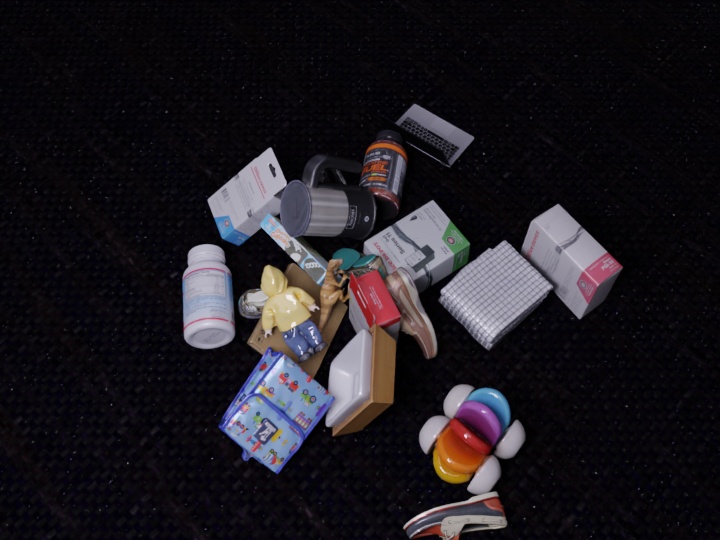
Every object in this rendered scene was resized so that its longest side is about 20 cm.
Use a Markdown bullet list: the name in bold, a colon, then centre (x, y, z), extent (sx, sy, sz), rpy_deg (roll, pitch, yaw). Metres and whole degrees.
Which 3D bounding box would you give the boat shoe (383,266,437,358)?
- **boat shoe**: centre (0.099, 0.095, 1.691), extent (0.070, 0.076, 0.204), rpy_deg (-25, 98, -7)

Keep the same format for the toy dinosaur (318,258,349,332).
- **toy dinosaur**: centre (-0.066, 0.061, 1.696), extent (0.060, 0.205, 0.105), rpy_deg (25, 23, 36)

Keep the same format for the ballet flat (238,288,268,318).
- **ballet flat**: centre (-0.167, 0.066, 1.743), extent (0.194, 0.073, 0.074), rpy_deg (-4, 59, -4)

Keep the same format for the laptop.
- **laptop**: centre (0.160, -0.343, 1.941), extent (0.185, 0.117, 0.200), rpy_deg (32, 57, 16)

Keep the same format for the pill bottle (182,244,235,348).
- **pill bottle**: centre (-0.323, 0.053, 1.724), extent (0.106, 0.110, 0.204), rpy_deg (-6, 59, -4)

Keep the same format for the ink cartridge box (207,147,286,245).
- **ink cartridge box**: centre (-0.238, -0.164, 1.821), extent (0.198, 0.066, 0.118), rpy_deg (-36, 61, 17)

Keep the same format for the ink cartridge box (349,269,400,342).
- **ink cartridge box**: centre (0.028, 0.085, 1.655), extent (0.066, 0.201, 0.118), rpy_deg (-21, 63, -13)

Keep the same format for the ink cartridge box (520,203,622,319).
- **ink cartridge box**: centre (0.450, -0.021, 1.754), extent (0.082, 0.148, 0.201), rpy_deg (-31, 65, -19)

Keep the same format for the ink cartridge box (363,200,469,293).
- **ink cartridge box**: centre (0.121, -0.039, 1.797), extent (0.198, 0.084, 0.147), rpy_deg (-32, 65, -16)

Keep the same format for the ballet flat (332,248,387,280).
- **ballet flat**: centre (0.000, 0.000, 1.758), extent (0.068, 0.199, 0.076), rpy_deg (-40, 111, -18)

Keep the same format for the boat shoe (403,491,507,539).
- **boat shoe**: centre (0.178, 0.470, 1.516), extent (0.195, 0.072, 0.064), rpy_deg (-12, 63, -12)

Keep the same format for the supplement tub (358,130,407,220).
- **supplement tub**: centre (0.054, -0.226, 1.892), extent (0.104, 0.108, 0.204), rpy_deg (8, 60, 4)

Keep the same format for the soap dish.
- **soap dish**: centre (0.002, 0.220, 1.591), extent (0.079, 0.200, 0.161), rpy_deg (15, 57, -18)

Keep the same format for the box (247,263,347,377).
- **box**: centre (-0.127, 0.113, 1.694), extent (0.163, 0.021, 0.203), rpy_deg (39, 59, -21)

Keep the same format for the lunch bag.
- **lunch bag**: centre (-0.172, 0.280, 1.584), extent (0.150, 0.094, 0.202), rpy_deg (41, 76, -18)

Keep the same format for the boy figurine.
- **boy figurine**: centre (-0.148, 0.086, 1.632), extent (0.123, 0.064, 0.203), rpy_deg (-32, 89, -6)

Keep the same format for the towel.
- **towel**: centre (0.289, 0.052, 1.749), extent (0.199, 0.086, 0.166), rpy_deg (-37, 65, -18)

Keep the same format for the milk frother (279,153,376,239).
- **milk frother**: centre (-0.094, -0.161, 1.791), extent (0.185, 0.198, 0.186), rpy_deg (1, 90, -40)

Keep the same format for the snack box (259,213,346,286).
- **snack box**: centre (-0.125, -0.038, 1.774), extent (0.037, 0.116, 0.200), rpy_deg (-48, 68, 5)

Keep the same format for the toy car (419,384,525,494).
- **toy car**: centre (0.218, 0.309, 1.559), extent (0.174, 0.151, 0.200), rpy_deg (35, 65, 19)
